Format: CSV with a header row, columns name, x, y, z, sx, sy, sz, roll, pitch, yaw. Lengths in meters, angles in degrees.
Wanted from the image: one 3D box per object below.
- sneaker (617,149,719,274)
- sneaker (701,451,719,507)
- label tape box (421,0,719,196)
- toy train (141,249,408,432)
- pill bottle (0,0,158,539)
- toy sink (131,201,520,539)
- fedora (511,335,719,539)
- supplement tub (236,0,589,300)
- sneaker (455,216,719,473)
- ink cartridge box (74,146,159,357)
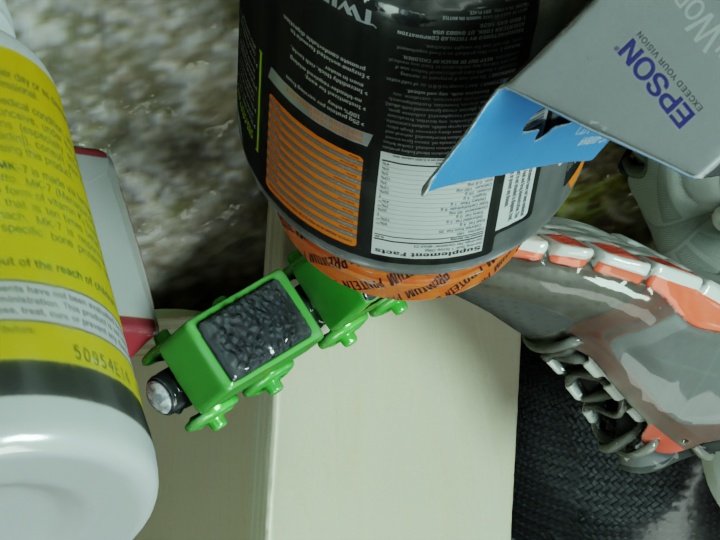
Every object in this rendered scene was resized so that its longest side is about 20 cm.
name,x,y,z,sx,sy,sz,roll,pitch,yaw
sneaker,0.142,-0.036,1.116,0.074,0.079,0.200,-57,170,-12
sneaker,0.197,0.018,1.132,0.074,0.201,0.082,30,144,-5
label tape box,0.126,-0.073,0.801,0.200,0.066,0.143,-45,166,22
toy train,0.000,0.000,1.034,0.200,0.042,0.056,-31,174,-38
pill bottle,-0.137,-0.005,0.853,0.113,0.201,0.115,-13,152,-7
toy sink,-0.021,0.069,1.127,0.130,0.202,0.112,8,172,-41
fedora,0.107,0.072,1.191,0.199,0.201,0.092,-10,122,-15
supplement tub,0.021,-0.080,0.896,0.122,0.123,0.200,-12,152,-11
sneaker,0.104,0.035,1.031,0.199,0.077,0.082,19,96,-22
ink cartridge box,-0.191,0.036,1.021,0.146,0.083,0.200,6,143,-39
